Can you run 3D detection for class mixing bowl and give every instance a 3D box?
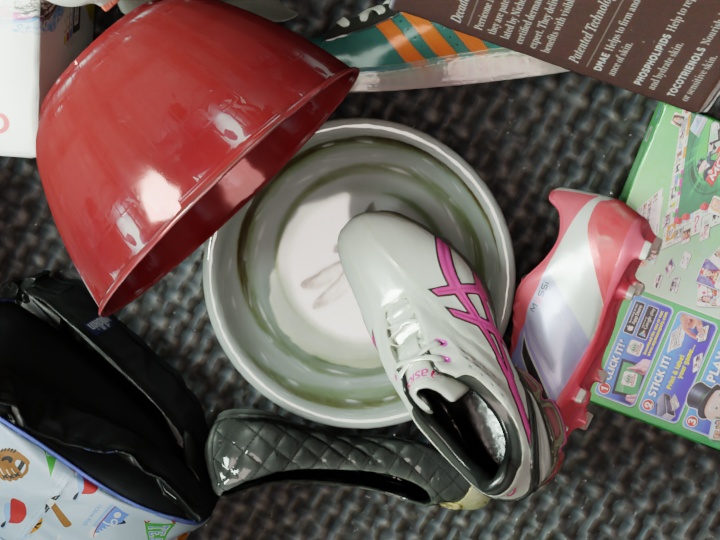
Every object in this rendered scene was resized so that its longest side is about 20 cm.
[{"bbox_3d":[-0.108,-0.081,0.859,0.200,0.200,0.108,-44,91,9],"label":"mixing bowl"}]

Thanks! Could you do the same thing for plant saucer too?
[{"bbox_3d":[0.000,0.000,0.989,0.199,0.050,0.201,1,100,4],"label":"plant saucer"}]

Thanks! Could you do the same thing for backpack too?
[{"bbox_3d":[-0.187,0.122,0.957,0.190,0.200,0.154,30,109,-6],"label":"backpack"}]

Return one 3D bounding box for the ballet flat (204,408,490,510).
[{"bbox_3d":[-0.007,0.134,0.987,0.199,0.066,0.057,13,63,-19],"label":"ballet flat"}]

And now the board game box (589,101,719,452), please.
[{"bbox_3d":[0.219,0.005,0.988,0.134,0.029,0.200,21,101,0],"label":"board game box"}]

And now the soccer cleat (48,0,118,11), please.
[{"bbox_3d":[-0.127,-0.235,0.849,0.069,0.078,0.200,13,65,31],"label":"soccer cleat"}]

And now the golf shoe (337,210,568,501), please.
[{"bbox_3d":[0.048,0.045,0.906,0.073,0.092,0.200,-40,77,19],"label":"golf shoe"}]

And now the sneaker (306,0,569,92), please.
[{"bbox_3d":[0.042,-0.154,0.952,0.199,0.071,0.080,-6,97,-2],"label":"sneaker"}]

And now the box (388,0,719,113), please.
[{"bbox_3d":[0.142,-0.221,0.854,0.199,0.164,0.166,19,66,0],"label":"box"}]

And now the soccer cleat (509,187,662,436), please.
[{"bbox_3d":[0.120,0.046,0.962,0.076,0.067,0.200,27,104,21],"label":"soccer cleat"}]

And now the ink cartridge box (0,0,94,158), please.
[{"bbox_3d":[-0.244,-0.176,0.922,0.147,0.145,0.201,5,101,3],"label":"ink cartridge box"}]

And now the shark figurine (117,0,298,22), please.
[{"bbox_3d":[-0.059,-0.202,0.941,0.089,0.128,0.215,41,74,5],"label":"shark figurine"}]
